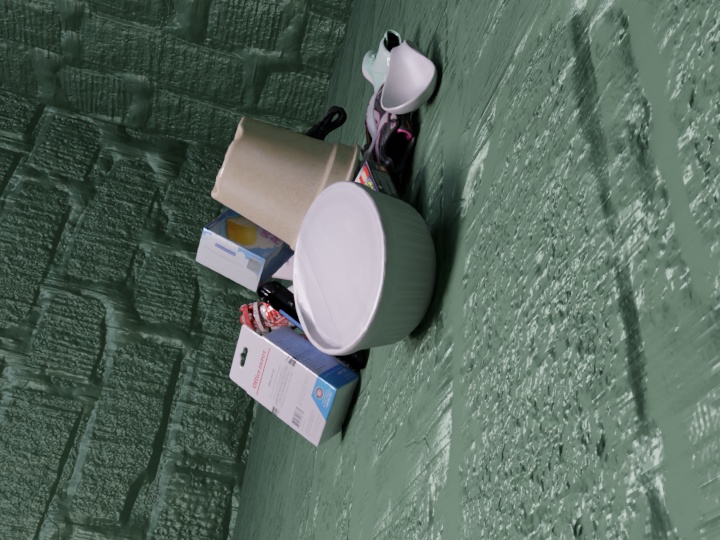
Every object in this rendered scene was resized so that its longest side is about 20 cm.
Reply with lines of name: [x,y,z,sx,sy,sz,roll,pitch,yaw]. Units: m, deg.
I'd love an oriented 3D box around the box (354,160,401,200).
box: [0.023,-0.046,1.015,0.111,0.034,0.201,-61,32,32]

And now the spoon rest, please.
spoon rest: [0.073,-0.305,1.164,0.099,0.061,0.201,-30,29,22]

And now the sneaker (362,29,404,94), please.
sneaker: [0.054,-0.403,1.415,0.201,0.073,0.119,-104,21,-51]

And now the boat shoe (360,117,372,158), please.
boat shoe: [0.029,-0.186,1.289,0.072,0.067,0.202,118,161,-51]

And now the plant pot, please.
plant pot: [-0.123,-0.137,1.157,0.200,0.182,0.203,-157,90,-79]

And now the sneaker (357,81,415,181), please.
sneaker: [0.058,-0.219,1.195,0.086,0.080,0.202,-26,53,56]

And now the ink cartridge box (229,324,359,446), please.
ink cartridge box: [-0.109,0.171,1.205,0.066,0.199,0.117,-21,-43,-53]

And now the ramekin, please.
ramekin: [0.006,0.000,0.892,0.201,0.093,0.205,-10,78,55]

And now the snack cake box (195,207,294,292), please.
snack cake box: [-0.171,-0.056,1.253,0.068,0.114,0.200,-68,-8,30]

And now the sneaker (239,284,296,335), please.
sneaker: [-0.152,0.075,1.341,0.201,0.107,0.068,140,119,-63]

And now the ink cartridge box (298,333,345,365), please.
ink cartridge box: [-0.089,0.151,1.366,0.200,0.107,0.051,-108,27,-73]

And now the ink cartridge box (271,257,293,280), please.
ink cartridge box: [-0.115,-0.024,1.462,0.147,0.197,0.084,-135,55,-84]

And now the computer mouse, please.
computer mouse: [-0.027,-0.175,1.296,0.110,0.200,0.044,-47,42,-11]

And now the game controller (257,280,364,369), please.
game controller: [-0.078,0.089,1.173,0.042,0.199,0.104,-52,3,-20]
